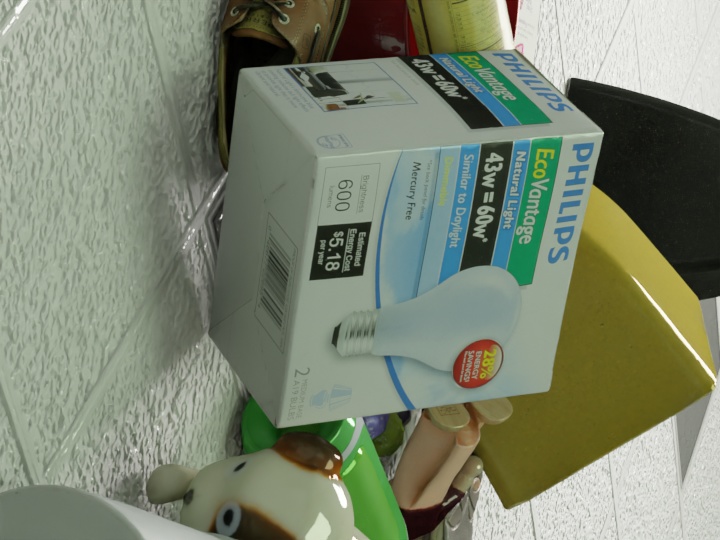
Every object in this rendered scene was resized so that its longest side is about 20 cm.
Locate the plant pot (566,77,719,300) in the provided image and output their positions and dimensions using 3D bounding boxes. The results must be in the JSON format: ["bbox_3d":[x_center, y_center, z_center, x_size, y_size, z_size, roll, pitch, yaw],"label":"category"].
[{"bbox_3d":[0.299,-0.066,2.402,0.200,0.177,0.200,29,68,-68],"label":"plant pot"}]

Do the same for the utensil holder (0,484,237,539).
[{"bbox_3d":[-0.131,0.209,1.301,0.200,0.169,0.170,37,61,-66],"label":"utensil holder"}]

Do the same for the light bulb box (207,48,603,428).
[{"bbox_3d":[0.025,-0.023,1.535,0.199,0.125,0.199,-7,123,-25],"label":"light bulb box"}]

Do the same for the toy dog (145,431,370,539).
[{"bbox_3d":[-0.051,0.184,1.492,0.200,0.193,0.140,79,33,-58],"label":"toy dog"}]

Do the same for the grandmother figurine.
[{"bbox_3d":[0.041,0.170,1.840,0.061,0.121,0.200,65,-36,40],"label":"grandmother figurine"}]

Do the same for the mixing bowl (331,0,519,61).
[{"bbox_3d":[0.026,-0.192,1.698,0.200,0.108,0.201,7,90,-66],"label":"mixing bowl"}]

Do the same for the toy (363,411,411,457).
[{"bbox_3d":[0.015,0.099,1.847,0.200,0.047,0.115,-44,135,-62],"label":"toy"}]

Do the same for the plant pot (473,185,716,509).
[{"bbox_3d":[0.141,0.027,1.923,0.200,0.194,0.196,55,14,-15],"label":"plant pot"}]

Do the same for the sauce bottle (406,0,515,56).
[{"bbox_3d":[0.067,-0.152,1.598,0.200,0.066,0.066,76,28,-42],"label":"sauce bottle"}]

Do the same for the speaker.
[{"bbox_3d":[-0.023,0.155,1.704,0.200,0.088,0.089,70,32,-51],"label":"speaker"}]

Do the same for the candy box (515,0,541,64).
[{"bbox_3d":[0.105,-0.253,1.981,0.136,0.061,0.201,10,85,-71],"label":"candy box"}]

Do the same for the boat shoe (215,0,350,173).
[{"bbox_3d":[-0.052,-0.154,1.555,0.068,0.072,0.201,-6,101,-71],"label":"boat shoe"}]

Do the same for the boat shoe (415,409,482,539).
[{"bbox_3d":[0.050,0.193,1.938,0.074,0.073,0.201,16,75,-64],"label":"boat shoe"}]
